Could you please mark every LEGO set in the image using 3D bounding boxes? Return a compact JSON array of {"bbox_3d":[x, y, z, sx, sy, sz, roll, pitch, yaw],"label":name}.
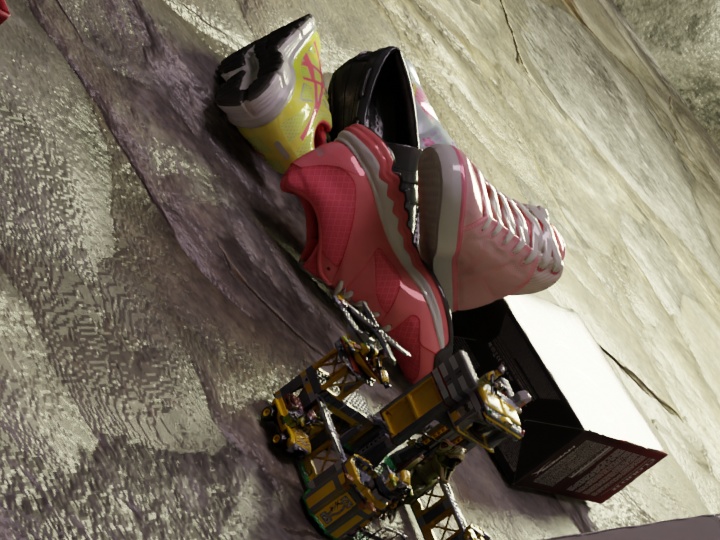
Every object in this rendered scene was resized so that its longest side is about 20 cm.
[{"bbox_3d":[0.045,0.110,1.499,0.200,0.116,0.154,38,22,-38],"label":"LEGO set"}]

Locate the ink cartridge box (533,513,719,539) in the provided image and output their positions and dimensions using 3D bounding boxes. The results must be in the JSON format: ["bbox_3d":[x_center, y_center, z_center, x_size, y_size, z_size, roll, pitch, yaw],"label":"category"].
[{"bbox_3d":[0.191,0.208,1.569,0.200,0.146,0.085,27,54,-74],"label":"ink cartridge box"}]

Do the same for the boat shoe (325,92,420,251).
[{"bbox_3d":[0.028,-0.051,1.864,0.061,0.072,0.201,81,-14,-70],"label":"boat shoe"}]

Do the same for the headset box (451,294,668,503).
[{"bbox_3d":[0.151,0.099,1.876,0.200,0.075,0.149,21,35,-60],"label":"headset box"}]

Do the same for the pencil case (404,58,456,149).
[{"bbox_3d":[0.046,-0.084,1.957,0.091,0.083,0.200,10,43,-47],"label":"pencil case"}]

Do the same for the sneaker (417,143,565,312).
[{"bbox_3d":[0.097,-0.036,1.723,0.200,0.105,0.075,86,-5,-62],"label":"sneaker"}]

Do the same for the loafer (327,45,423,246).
[{"bbox_3d":[0.015,-0.075,1.796,0.068,0.070,0.201,10,65,-34],"label":"loafer"}]

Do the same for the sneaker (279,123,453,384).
[{"bbox_3d":[0.000,0.000,1.714,0.200,0.087,0.074,69,-18,-8],"label":"sneaker"}]

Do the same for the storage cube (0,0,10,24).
[{"bbox_3d":[-0.293,-0.142,1.019,0.171,0.180,0.200,25,33,-57],"label":"storage cube"}]

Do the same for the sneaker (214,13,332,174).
[{"bbox_3d":[-0.058,-0.129,1.812,0.090,0.078,0.200,57,19,-17],"label":"sneaker"}]
